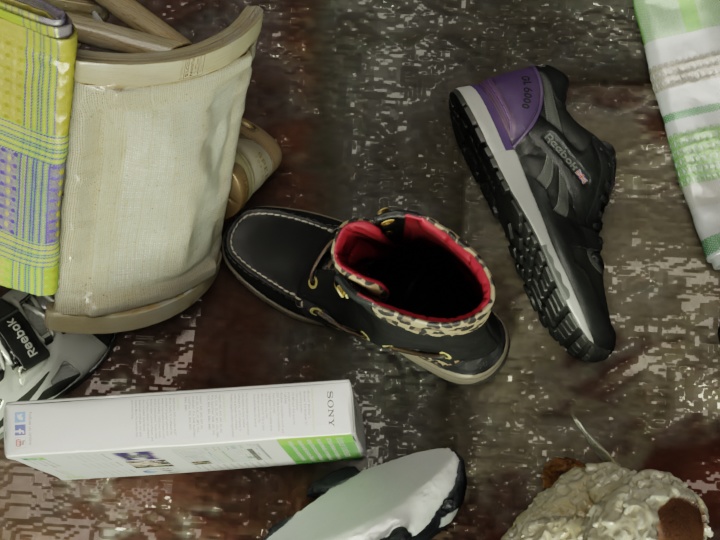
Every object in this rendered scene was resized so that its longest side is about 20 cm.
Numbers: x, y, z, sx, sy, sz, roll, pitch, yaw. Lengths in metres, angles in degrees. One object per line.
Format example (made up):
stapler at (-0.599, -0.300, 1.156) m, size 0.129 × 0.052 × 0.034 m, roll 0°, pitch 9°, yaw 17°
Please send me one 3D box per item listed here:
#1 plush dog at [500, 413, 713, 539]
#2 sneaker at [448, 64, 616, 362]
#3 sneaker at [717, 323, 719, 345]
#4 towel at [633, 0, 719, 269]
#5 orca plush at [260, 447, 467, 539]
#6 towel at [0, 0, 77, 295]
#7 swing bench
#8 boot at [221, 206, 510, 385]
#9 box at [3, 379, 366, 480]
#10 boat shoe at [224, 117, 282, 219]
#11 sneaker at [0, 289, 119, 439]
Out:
plush dog at (0.109, 0.199, 0.948) m, size 0.172 × 0.200 × 0.160 m, roll -39°, pitch 44°, yaw -16°
sneaker at (0.134, -0.043, 1.038) m, size 0.087 × 0.076 × 0.200 m, roll -21°, pitch 77°, yaw -8°
sneaker at (0.303, 0.084, 0.998) m, size 0.199 × 0.076 × 0.114 m, roll 37°, pitch 83°, yaw 13°
towel at (0.273, -0.111, 1.067) m, size 0.149 × 0.031 × 0.200 m, roll -13°, pitch 76°, yaw -1°
orca plush at (-0.013, 0.187, 0.989) m, size 0.200 × 0.105 × 0.071 m, roll -36°, pitch 117°, yaw -29°
towel at (-0.223, -0.082, 0.899) m, size 0.144 × 0.200 × 0.023 m, roll 21°, pitch 41°, yaw 11°
swing bench at (-0.179, -0.082, 0.971) m, size 0.200 × 0.199 × 0.130 m, roll 25°, pitch 40°, yaw 15°
boot at (0.000, 0.000, 0.992) m, size 0.200 × 0.151 × 0.073 m, roll 29°, pitch 80°, yaw 10°
box at (-0.099, 0.098, 0.978) m, size 0.200 × 0.144 × 0.036 m, roll -3°, pitch 78°, yaw 2°
boat shoe at (-0.147, -0.100, 1.074) m, size 0.200 × 0.071 × 0.065 m, roll 29°, pitch 45°, yaw 14°
sneaker at (-0.224, 0.056, 1.024) m, size 0.074 × 0.089 × 0.200 m, roll 41°, pitch 80°, yaw 12°
